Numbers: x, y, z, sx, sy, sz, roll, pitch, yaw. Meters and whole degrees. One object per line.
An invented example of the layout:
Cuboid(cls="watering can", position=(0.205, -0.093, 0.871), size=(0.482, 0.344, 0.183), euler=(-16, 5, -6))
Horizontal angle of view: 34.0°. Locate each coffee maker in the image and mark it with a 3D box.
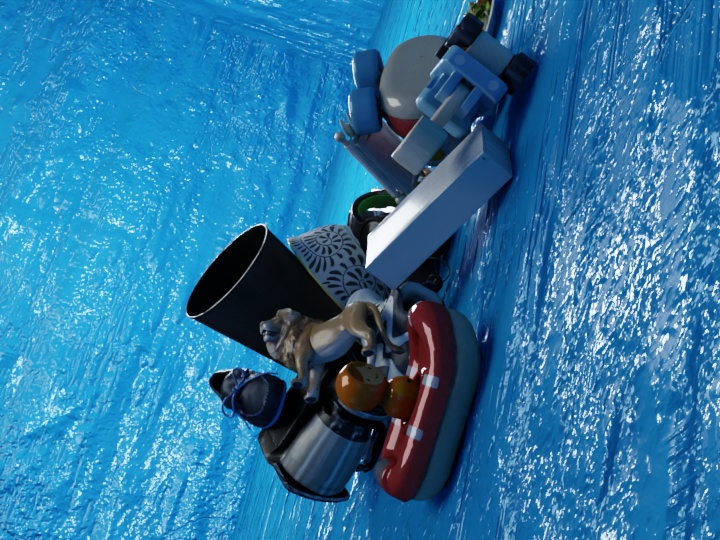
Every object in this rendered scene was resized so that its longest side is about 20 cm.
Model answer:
Cuboid(cls="coffee maker", position=(-0.044, 0.165, 1.524), size=(0.135, 0.192, 0.200), euler=(1, -54, -56))

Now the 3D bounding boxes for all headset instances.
Cuboid(cls="headset", position=(0.060, -0.031, 1.531), size=(0.200, 0.123, 0.094), euler=(-123, 34, -48))

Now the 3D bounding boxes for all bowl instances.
Cuboid(cls="bowl", position=(0.000, 0.000, 1.621), size=(0.094, 0.201, 0.201), euler=(-42, 10, 3))

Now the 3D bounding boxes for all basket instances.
Cuboid(cls="basket", position=(-0.107, 0.055, 1.615), size=(0.180, 0.200, 0.136), euler=(-37, 27, 37))

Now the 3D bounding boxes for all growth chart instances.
Cuboid(cls="growth chart", position=(0.031, -0.160, 1.587), size=(0.018, 0.145, 0.200), euler=(-40, 5, 22))

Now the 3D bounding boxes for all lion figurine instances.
Cuboid(cls="lion figurine", position=(-0.032, 0.080, 1.412), size=(0.200, 0.072, 0.123), euler=(-19, 48, 26))

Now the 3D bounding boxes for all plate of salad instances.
Cuboid(cls="plate of salad", position=(0.155, -0.329, 1.763), size=(0.200, 0.048, 0.200), euler=(-163, 90, -82))

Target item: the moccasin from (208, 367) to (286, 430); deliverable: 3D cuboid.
Cuboid(cls="moccasin", position=(-0.156, 0.168, 1.558), size=(0.200, 0.068, 0.081), euler=(-14, 55, 66))

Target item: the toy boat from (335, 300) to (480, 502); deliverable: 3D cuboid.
Cuboid(cls="toy boat", position=(0.039, 0.125, 1.192), size=(0.131, 0.131, 0.200), euler=(174, 113, -82))

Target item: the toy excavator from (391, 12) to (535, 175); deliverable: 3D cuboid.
Cuboid(cls="toy excavator", position=(0.104, -0.188, 1.346), size=(0.200, 0.100, 0.194), euler=(-54, 4, -4))

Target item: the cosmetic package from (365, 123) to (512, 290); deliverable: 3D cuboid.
Cuboid(cls="cosmetic package", position=(0.089, -0.072, 1.360), size=(0.200, 0.051, 0.083), euler=(-44, 17, 24))

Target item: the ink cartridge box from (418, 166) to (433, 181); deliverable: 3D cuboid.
Cuboid(cls="ink cartridge box", position=(0.076, -0.026, 1.719), size=(0.161, 0.050, 0.200), euler=(117, 150, -53))

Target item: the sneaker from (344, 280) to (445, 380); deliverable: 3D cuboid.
Cuboid(cls="sneaker", position=(0.050, 0.051, 1.436), size=(0.130, 0.079, 0.199), euler=(-61, 23, 23))

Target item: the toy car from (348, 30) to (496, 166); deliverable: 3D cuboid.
Cuboid(cls="toy car", position=(0.098, -0.195, 1.584), size=(0.177, 0.184, 0.200), euler=(-86, -17, -48))

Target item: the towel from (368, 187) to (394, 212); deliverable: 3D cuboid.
Cuboid(cls="towel", position=(0.033, -0.022, 1.752), size=(0.147, 0.022, 0.200), euler=(-163, 79, -73))

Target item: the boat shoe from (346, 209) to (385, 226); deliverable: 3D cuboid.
Cuboid(cls="boat shoe", position=(-0.014, -0.001, 1.745), size=(0.072, 0.068, 0.200), euler=(-107, 28, -54))

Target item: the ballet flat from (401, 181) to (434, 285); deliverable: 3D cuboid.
Cuboid(cls="ballet flat", position=(0.079, -0.042, 1.607), size=(0.046, 0.067, 0.200), euler=(103, 174, -49))
